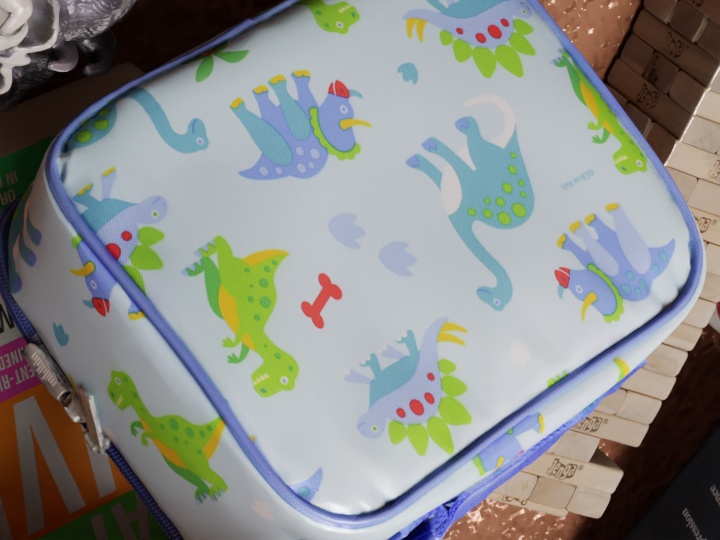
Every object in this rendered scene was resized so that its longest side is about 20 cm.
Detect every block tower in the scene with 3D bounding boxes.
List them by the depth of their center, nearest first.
[{"bbox_3d":[0.095,-0.005,0.945,0.058,0.054,0.201,16,107,-34],"label":"block tower"}]

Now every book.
[{"bbox_3d":[-0.109,0.046,0.874,0.133,0.048,0.201,-25,124,-22],"label":"book"}]

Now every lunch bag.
[{"bbox_3d":[0.000,0.000,0.808,0.200,0.161,0.082,-33,170,-37],"label":"lunch bag"}]

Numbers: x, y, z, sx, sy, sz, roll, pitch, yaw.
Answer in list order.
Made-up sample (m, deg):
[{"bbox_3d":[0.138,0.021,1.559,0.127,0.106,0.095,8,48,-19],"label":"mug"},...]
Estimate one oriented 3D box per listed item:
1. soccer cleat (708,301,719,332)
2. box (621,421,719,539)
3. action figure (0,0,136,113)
[{"bbox_3d":[0.225,-0.011,0.998,0.199,0.073,0.068,-20,123,-18],"label":"soccer cleat"},{"bbox_3d":[0.156,0.165,0.982,0.107,0.149,0.200,18,121,-34],"label":"box"},{"bbox_3d":[-0.115,-0.093,0.748,0.119,0.200,0.102,-33,91,20],"label":"action figure"}]
